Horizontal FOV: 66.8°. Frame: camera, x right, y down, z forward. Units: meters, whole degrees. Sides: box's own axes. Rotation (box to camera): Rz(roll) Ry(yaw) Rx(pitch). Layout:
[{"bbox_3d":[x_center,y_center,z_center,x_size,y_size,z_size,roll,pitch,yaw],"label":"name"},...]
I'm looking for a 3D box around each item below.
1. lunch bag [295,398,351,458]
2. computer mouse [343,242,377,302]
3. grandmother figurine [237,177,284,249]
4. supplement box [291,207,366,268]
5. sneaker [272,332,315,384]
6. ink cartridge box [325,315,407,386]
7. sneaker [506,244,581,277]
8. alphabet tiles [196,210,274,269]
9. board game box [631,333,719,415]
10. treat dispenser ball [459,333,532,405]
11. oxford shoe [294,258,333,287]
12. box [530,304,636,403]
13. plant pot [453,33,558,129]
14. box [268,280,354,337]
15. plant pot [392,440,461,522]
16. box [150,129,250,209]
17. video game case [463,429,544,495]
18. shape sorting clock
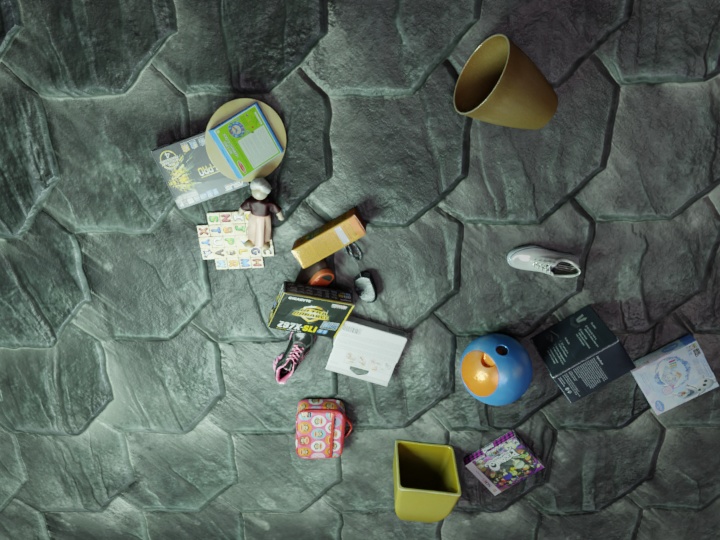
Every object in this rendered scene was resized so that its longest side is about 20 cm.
[{"bbox_3d":[-0.115,0.498,1.719,0.176,0.082,0.200,1,116,-5],"label":"lunch bag"},{"bbox_3d":[0.000,0.000,1.518,0.059,0.034,0.200,-11,110,23],"label":"computer mouse"},{"bbox_3d":[-0.257,-0.148,1.406,0.121,0.061,0.200,0,128,-10],"label":"grandmother figurine"},{"bbox_3d":[-0.084,-0.085,1.455,0.200,0.067,0.069,-30,111,12],"label":"supplement box"},{"bbox_3d":[-0.194,0.251,1.594,0.079,0.095,0.200,27,110,-10],"label":"sneaker"},{"bbox_3d":[0.015,0.236,1.614,0.200,0.045,0.176,17,113,-7],"label":"ink cartridge box"},{"bbox_3d":[0.502,-0.023,1.481,0.200,0.071,0.073,3,115,-2],"label":"sneaker"},{"bbox_3d":[-0.339,-0.081,1.488,0.200,0.006,0.167,-3,114,1],"label":"alphabet tiles"},{"bbox_3d":[0.946,0.318,1.654,0.199,0.043,0.200,-32,111,13],"label":"board game box"},{"bbox_3d":[0.384,0.279,1.549,0.200,0.201,0.201,0,115,0],"label":"treat dispenser ball"},{"bbox_3d":[-0.152,0.037,1.521,0.200,0.073,0.071,-38,148,29],"label":"oxford shoe"},{"bbox_3d":[0.617,0.230,1.529,0.200,0.197,0.117,-35,111,14],"label":"box"},{"bbox_3d":[0.350,-0.407,1.260,0.200,0.186,0.187,20,114,-24],"label":"plant pot"},{"bbox_3d":[-0.138,0.111,1.506,0.200,0.049,0.160,12,136,-21],"label":"box"},{"bbox_3d":[0.193,0.695,1.752,0.195,0.194,0.200,8,119,-4],"label":"plant pot"},{"bbox_3d":[-0.400,-0.263,1.381,0.200,0.049,0.161,-17,116,6],"label":"box"},{"bbox_3d":[0.473,0.637,1.804,0.200,0.036,0.181,-37,111,15],"label":"video game case"},{"bbox_3d":[-0.279,-0.317,1.334,0.200,0.039,0.200,-12,115,-27],"label":"shape sorting clock"}]
